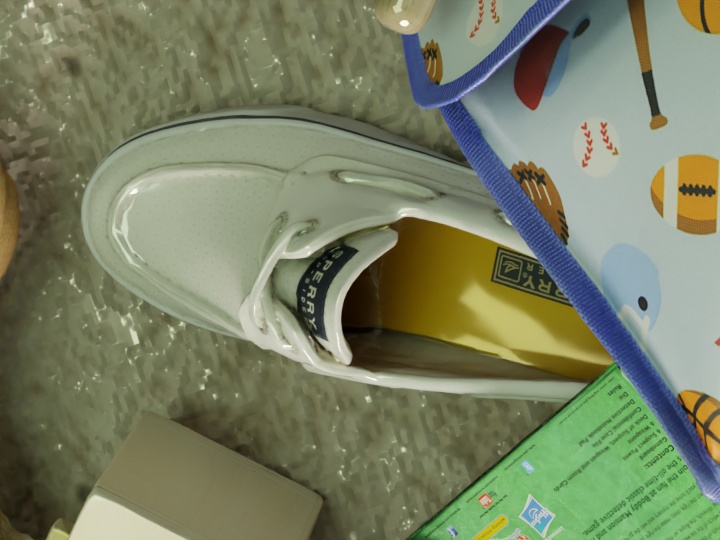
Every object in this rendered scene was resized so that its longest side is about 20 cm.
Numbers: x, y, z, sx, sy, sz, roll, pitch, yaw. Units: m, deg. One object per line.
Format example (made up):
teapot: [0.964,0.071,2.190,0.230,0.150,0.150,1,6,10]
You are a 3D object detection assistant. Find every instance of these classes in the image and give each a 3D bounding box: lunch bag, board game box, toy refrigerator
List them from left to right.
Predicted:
toy refrigerator: [-0.088,0.149,0.906,0.070,0.076,0.200,27,109,0]
board game box: [0.053,0.109,0.837,0.105,0.023,0.200,51,134,5]
lunch bag: [0.109,-0.068,0.760,0.170,0.124,0.200,-44,65,26]

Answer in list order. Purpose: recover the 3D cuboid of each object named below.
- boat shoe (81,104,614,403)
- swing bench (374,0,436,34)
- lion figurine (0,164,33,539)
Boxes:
boat shoe: [0.000,0.000,0.851,0.200,0.070,0.071,15,106,22]
swing bench: [-0.034,-0.198,0.769,0.199,0.130,0.200,24,77,32]
lion figurine: [-0.142,0.020,0.920,0.122,0.072,0.200,26,118,34]
